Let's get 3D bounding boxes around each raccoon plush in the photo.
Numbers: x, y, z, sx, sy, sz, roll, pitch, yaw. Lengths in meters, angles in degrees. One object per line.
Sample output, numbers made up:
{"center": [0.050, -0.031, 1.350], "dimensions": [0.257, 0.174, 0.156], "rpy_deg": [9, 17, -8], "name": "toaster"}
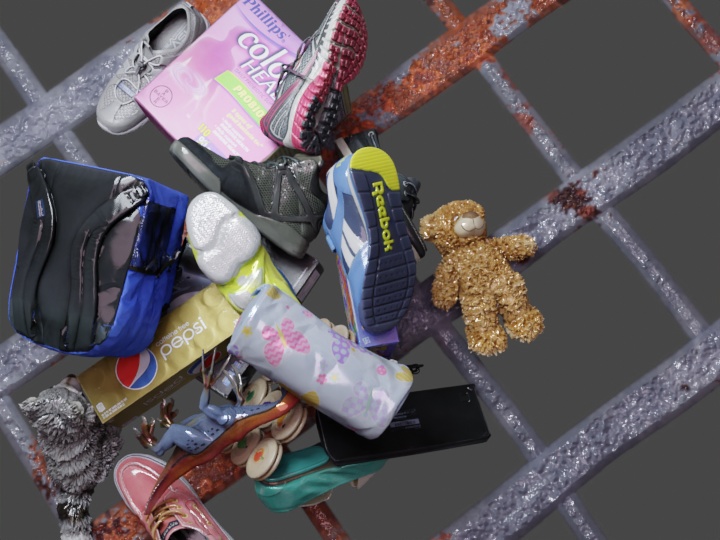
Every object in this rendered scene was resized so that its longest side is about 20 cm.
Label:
{"center": [-0.331, 0.223, 1.167], "dimensions": [0.097, 0.134, 0.200], "rpy_deg": [-13, 78, -1], "name": "raccoon plush"}

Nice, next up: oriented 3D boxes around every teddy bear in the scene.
{"center": [0.148, 0.005, 1.218], "dimensions": [0.145, 0.067, 0.200], "rpy_deg": [-6, 79, 0], "name": "teddy bear"}

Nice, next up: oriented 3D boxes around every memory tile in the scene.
{"center": [-0.091, 0.140, 1.174], "dimensions": [0.017, 0.153, 0.200], "rpy_deg": [38, 81, -29], "name": "memory tile"}

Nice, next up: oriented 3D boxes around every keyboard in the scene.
{"center": [0.044, 0.162, 1.190], "dimensions": [0.200, 0.021, 0.127], "rpy_deg": [-6, 56, -15], "name": "keyboard"}

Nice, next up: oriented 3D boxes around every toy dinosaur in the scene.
{"center": [-0.149, 0.174, 1.132], "dimensions": [0.181, 0.105, 0.200], "rpy_deg": [2, 99, 21], "name": "toy dinosaur"}

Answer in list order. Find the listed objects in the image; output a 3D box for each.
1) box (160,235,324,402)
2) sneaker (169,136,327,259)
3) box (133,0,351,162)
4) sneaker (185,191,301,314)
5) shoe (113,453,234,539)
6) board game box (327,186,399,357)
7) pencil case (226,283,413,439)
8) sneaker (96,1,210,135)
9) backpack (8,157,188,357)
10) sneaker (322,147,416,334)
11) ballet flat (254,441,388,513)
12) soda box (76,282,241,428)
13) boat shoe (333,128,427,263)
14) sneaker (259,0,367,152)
{"center": [-0.165, 0.034, 1.235], "dimensions": [0.160, 0.044, 0.200], "rpy_deg": [33, 83, 14], "name": "box"}
{"center": [-0.118, -0.112, 1.161], "dimensions": [0.199, 0.076, 0.114], "rpy_deg": [35, 87, -18], "name": "sneaker"}
{"center": [-0.143, -0.208, 1.262], "dimensions": [0.200, 0.097, 0.176], "rpy_deg": [-43, 80, -6], "name": "box"}
{"center": [-0.131, 0.001, 1.151], "dimensions": [0.076, 0.105, 0.200], "rpy_deg": [-31, 97, -2], "name": "sneaker"}
{"center": [-0.217, 0.288, 1.171], "dimensions": [0.200, 0.091, 0.071], "rpy_deg": [43, 84, 10], "name": "shoe"}
{"center": [0.000, 0.000, 1.192], "dimensions": [0.045, 0.134, 0.200], "rpy_deg": [-10, 78, -5], "name": "board game box"}
{"center": [-0.042, 0.096, 1.071], "dimensions": [0.200, 0.083, 0.091], "rpy_deg": [32, 75, -6], "name": "pencil case"}
{"center": [-0.274, -0.265, 1.287], "dimensions": [0.075, 0.082, 0.200], "rpy_deg": [33, 82, 9], "name": "sneaker"}
{"center": [-0.278, -0.002, 1.111], "dimensions": [0.162, 0.168, 0.200], "rpy_deg": [11, 85, 25], "name": "backpack"}
{"center": [0.006, -0.031, 1.099], "dimensions": [0.074, 0.082, 0.200], "rpy_deg": [-8, 94, -36], "name": "sneaker"}
{"center": [-0.030, 0.230, 1.182], "dimensions": [0.200, 0.071, 0.067], "rpy_deg": [-17, 35, -21], "name": "ballet flat"}
{"center": [-0.222, 0.098, 1.171], "dimensions": [0.200, 0.064, 0.068], "rpy_deg": [-35, 74, -2], "name": "soda box"}
{"center": [0.040, -0.098, 1.232], "dimensions": [0.066, 0.075, 0.200], "rpy_deg": [-29, 57, -6], "name": "boat shoe"}
{"center": [-0.054, -0.237, 1.176], "dimensions": [0.075, 0.081, 0.200], "rpy_deg": [16, 73, 29], "name": "sneaker"}
